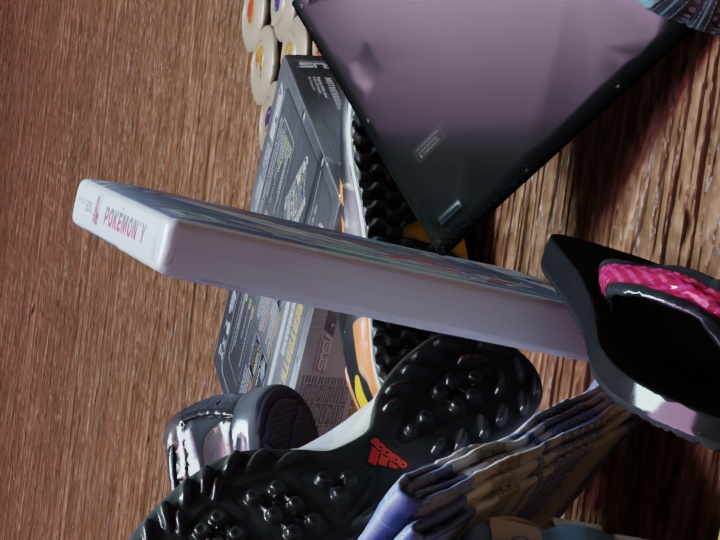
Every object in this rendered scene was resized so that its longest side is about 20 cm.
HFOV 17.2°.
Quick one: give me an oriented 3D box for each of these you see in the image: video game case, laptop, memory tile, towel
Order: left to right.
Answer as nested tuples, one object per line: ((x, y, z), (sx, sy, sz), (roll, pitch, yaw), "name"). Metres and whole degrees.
((-0.040, -0.144, 1.408), (0.201, 0.017, 0.154), (-102, 24, -44), "memory tile")
((0.000, 0.000, 0.918), (0.182, 0.199, 0.023), (-158, 80, -72), "video game case")
((0.023, 0.106, 0.837), (0.024, 0.200, 0.147), (43, 117, 15), "towel")
((0.072, -0.147, 0.966), (0.187, 0.116, 0.201), (-43, 70, 42), "laptop")

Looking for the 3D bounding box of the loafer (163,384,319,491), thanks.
((-0.046, 0.151, 1.017), (0.063, 0.072, 0.201), (-8, 83, 30), "loafer")

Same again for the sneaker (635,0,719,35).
((0.116, -0.168, 0.780), (0.078, 0.086, 0.201), (127, 144, -59), "sneaker")

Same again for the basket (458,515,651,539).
((0.063, 0.196, 0.757), (0.177, 0.138, 0.201), (116, 152, -49), "basket")

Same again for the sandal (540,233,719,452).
((0.108, 0.014, 0.786), (0.200, 0.075, 0.045), (-120, 50, -66), "sandal")

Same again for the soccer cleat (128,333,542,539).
((-0.010, 0.093, 0.869), (0.068, 0.200, 0.073), (38, 137, 24), "soccer cleat")

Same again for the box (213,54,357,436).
((-0.025, 0.009, 1.258), (0.159, 0.048, 0.201), (-114, 33, -57), "box")

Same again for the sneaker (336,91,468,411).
((0.014, -0.021, 1.099), (0.090, 0.070, 0.201), (147, 124, -65), "sneaker")

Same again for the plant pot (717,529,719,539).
((0.152, 0.061, 0.432), (0.200, 0.194, 0.195), (-122, 40, -74), "plant pot")
